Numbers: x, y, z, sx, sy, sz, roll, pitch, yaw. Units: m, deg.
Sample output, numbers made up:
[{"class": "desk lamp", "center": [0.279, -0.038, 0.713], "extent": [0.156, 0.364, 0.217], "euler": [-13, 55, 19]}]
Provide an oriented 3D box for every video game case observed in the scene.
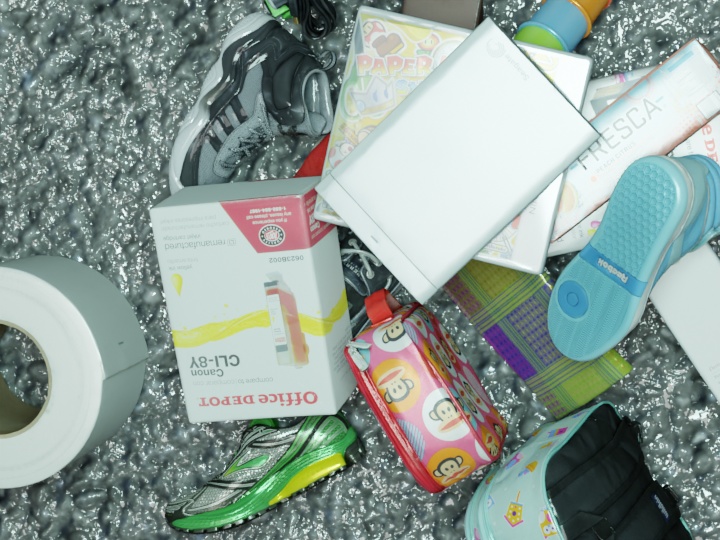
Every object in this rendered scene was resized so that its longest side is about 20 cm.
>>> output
[{"class": "video game case", "center": [0.075, -0.108, 1.326], "extent": [0.199, 0.023, 0.183], "euler": [14, 98, 10]}]

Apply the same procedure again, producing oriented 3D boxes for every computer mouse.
[{"class": "computer mouse", "center": [0.030, -0.268, 1.418], "extent": [0.199, 0.110, 0.044], "euler": [-20, 54, -10]}]

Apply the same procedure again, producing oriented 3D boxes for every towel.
[{"class": "towel", "center": [0.145, 0.035, 1.433], "extent": [0.023, 0.144, 0.200], "euler": [-38, 86, -29]}]

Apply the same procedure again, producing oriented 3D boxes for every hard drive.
[{"class": "hard drive", "center": [0.078, -0.088, 1.303], "extent": [0.200, 0.027, 0.132], "euler": [-44, 87, 11]}]

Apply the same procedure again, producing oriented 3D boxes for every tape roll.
[{"class": "tape roll", "center": [-0.315, 0.091, 1.499], "extent": [0.202, 0.139, 0.204], "euler": [1, 95, 10]}]

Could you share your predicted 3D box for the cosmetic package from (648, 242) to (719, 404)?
[{"class": "cosmetic package", "center": [0.324, 0.064, 1.414], "extent": [0.071, 0.101, 0.200], "euler": [-34, 89, 10]}]

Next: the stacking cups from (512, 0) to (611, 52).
[{"class": "stacking cups", "center": [0.171, -0.207, 1.389], "extent": [0.060, 0.061, 0.200], "euler": [38, 68, 4]}]

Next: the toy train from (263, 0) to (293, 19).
[{"class": "toy train", "center": [-0.005, -0.289, 1.457], "extent": [0.199, 0.056, 0.042], "euler": [-29, 90, 10]}]

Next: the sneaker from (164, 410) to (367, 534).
[{"class": "sneaker", "center": [-0.098, 0.186, 1.513], "extent": [0.199, 0.078, 0.085], "euler": [-29, 83, 1]}]

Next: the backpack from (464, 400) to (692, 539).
[{"class": "backpack", "center": [0.181, 0.228, 1.402], "extent": [0.153, 0.200, 0.176], "euler": [-26, 92, 26]}]

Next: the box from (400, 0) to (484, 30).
[{"class": "box", "center": [0.058, -0.141, 1.414], "extent": [0.075, 0.100, 0.201], "euler": [11, 80, 7]}]

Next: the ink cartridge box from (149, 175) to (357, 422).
[{"class": "ink cartridge box", "center": [-0.091, 0.027, 1.413], "extent": [0.144, 0.083, 0.201], "euler": [-5, 105, 17]}]

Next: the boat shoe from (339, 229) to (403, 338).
[{"class": "boat shoe", "center": [0.000, 0.000, 1.472], "extent": [0.072, 0.068, 0.200], "euler": [39, 101, 16]}]

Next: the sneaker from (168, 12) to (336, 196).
[{"class": "sneaker", "center": [-0.095, -0.128, 1.462], "extent": [0.114, 0.075, 0.201], "euler": [27, 95, 26]}]

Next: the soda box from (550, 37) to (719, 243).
[{"class": "soda box", "center": [0.221, -0.108, 1.345], "extent": [0.200, 0.068, 0.064], "euler": [-38, 86, 11]}]

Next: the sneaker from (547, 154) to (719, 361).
[{"class": "sneaker", "center": [0.242, -0.012, 1.335], "extent": [0.080, 0.130, 0.200], "euler": [45, 126, 24]}]

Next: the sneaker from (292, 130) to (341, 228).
[{"class": "sneaker", "center": [-0.045, -0.056, 1.470], "extent": [0.077, 0.085, 0.200], "euler": [39, 100, 2]}]

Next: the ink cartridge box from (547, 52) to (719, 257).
[{"class": "ink cartridge box", "center": [0.232, -0.101, 1.422], "extent": [0.199, 0.084, 0.146], "euler": [-12, 92, 10]}]

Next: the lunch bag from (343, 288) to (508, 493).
[{"class": "lunch bag", "center": [0.054, 0.097, 1.410], "extent": [0.082, 0.200, 0.177], "euler": [-32, 87, 9]}]
